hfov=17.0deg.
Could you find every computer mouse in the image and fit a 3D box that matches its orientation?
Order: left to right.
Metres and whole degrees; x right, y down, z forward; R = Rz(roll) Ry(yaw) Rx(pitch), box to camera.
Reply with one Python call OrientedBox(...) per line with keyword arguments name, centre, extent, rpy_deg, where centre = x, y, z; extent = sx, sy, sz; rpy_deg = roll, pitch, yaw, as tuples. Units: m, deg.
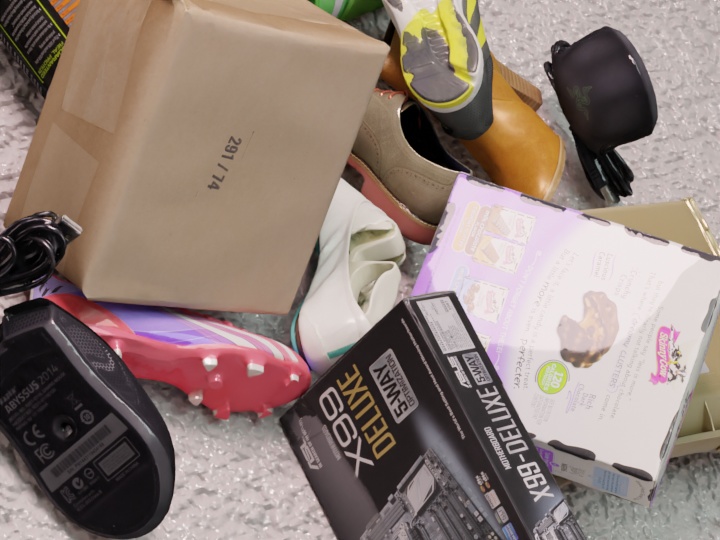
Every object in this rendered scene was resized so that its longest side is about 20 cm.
OrientedBox(name="computer mouse", centre=(-0.176, 0.070, 1.459), extent=(0.200, 0.138, 0.053), rpy_deg=(55, 24, -2))
OrientedBox(name="computer mouse", centre=(0.176, -0.125, 1.842), extent=(0.053, 0.200, 0.139), rpy_deg=(-22, 85, -7))

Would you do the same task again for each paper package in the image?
OrientedBox(name="paper package", centre=(-0.104, -0.084, 1.536), extent=(0.190, 0.200, 0.103), rpy_deg=(6, 21, -44))

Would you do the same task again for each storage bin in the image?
OrientedBox(name="storage bin", centre=(0.196, 0.054, 1.779), extent=(0.200, 0.094, 0.199), rpy_deg=(-6, 62, -42))

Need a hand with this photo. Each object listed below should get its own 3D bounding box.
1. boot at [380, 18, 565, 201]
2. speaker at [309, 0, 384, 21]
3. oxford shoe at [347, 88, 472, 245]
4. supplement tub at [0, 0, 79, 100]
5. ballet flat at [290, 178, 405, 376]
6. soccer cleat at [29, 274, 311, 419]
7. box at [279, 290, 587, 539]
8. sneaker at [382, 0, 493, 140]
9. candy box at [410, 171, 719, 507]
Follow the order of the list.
OrientedBox(name="boot", centre=(0.075, -0.118, 1.825), extent=(0.144, 0.071, 0.201), rpy_deg=(26, 28, -19))
OrientedBox(name="speaker", centre=(0.001, -0.240, 1.860), extent=(0.200, 0.088, 0.089), rpy_deg=(-27, 77, -47))
OrientedBox(name="oxford shoe", centre=(0.012, -0.112, 1.761), extent=(0.200, 0.075, 0.070), rpy_deg=(48, 31, 19))
OrientedBox(name="supplement tub", centre=(-0.188, -0.181, 1.633), extent=(0.122, 0.123, 0.200), rpy_deg=(-27, 78, -47))
OrientedBox(name="ballet flat", centre=(0.000, 0.000, 1.662), extent=(0.069, 0.069, 0.200), rpy_deg=(32, 34, -14))
OrientedBox(name="soccer cleat", centre=(-0.121, 0.044, 1.554), extent=(0.200, 0.067, 0.077), rpy_deg=(10, 48, -30))
OrientedBox(name="box", centre=(0.045, 0.137, 1.541), extent=(0.050, 0.158, 0.200), rpy_deg=(-10, 65, -43))
OrientedBox(name="sneaker", centre=(0.056, -0.178, 1.779), extent=(0.085, 0.074, 0.200), rpy_deg=(65, 17, -50))
OrientedBox(name="candy box", centre=(0.133, 0.047, 1.642), extent=(0.200, 0.072, 0.168), rpy_deg=(19, 71, 11))
